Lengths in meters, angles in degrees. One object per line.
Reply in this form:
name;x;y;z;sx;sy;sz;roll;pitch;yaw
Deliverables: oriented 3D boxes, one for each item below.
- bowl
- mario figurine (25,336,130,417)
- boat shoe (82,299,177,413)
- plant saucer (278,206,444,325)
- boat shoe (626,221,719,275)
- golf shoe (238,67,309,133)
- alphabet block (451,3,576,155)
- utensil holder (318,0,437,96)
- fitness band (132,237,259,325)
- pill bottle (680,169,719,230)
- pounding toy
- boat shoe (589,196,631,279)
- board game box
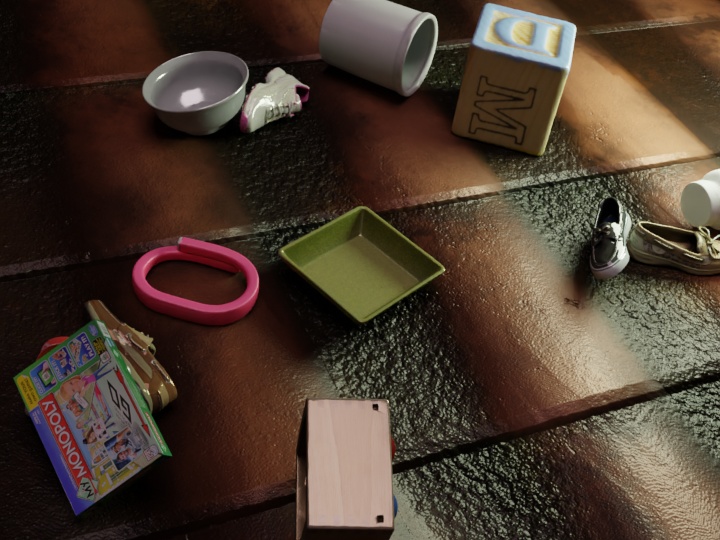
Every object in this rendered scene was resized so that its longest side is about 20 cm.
bowl;-0.296;-0.315;1.780;0.197;0.091;0.203;-5;42;4
mario figurine;-0.368;0.161;1.254;0.122;0.107;0.200;-26;55;-31
boat shoe;-0.322;0.121;1.337;0.073;0.076;0.201;-18;57;-35
plant saucer;0.000;0.000;1.542;0.198;0.048;0.199;-30;56;-35
boat shoe;0.569;-0.042;1.688;0.196;0.063;0.074;5;41;-6
golf shoe;-0.164;-0.320;1.842;0.090;0.076;0.201;22;44;9
alphabet block;0.302;-0.378;1.900;0.193;0.202;0.197;16;41;7
utensil holder;0.036;-0.473;1.976;0.198;0.172;0.170;25;44;18
fitness band;-0.253;0.015;1.485;0.197;0.038;0.145;14;42;6
pill bottle;0.696;-0.136;1.778;0.197;0.113;0.113;-12;46;-22
pounding toy;-0.007;0.259;1.180;0.139;0.201;0.187;3;56;-8
boat shoe;0.426;-0.058;1.664;0.068;0.057;0.201;-20;24;30
board game box;-0.336;0.182;1.200;0.134;0.029;0.201;-34;71;3
